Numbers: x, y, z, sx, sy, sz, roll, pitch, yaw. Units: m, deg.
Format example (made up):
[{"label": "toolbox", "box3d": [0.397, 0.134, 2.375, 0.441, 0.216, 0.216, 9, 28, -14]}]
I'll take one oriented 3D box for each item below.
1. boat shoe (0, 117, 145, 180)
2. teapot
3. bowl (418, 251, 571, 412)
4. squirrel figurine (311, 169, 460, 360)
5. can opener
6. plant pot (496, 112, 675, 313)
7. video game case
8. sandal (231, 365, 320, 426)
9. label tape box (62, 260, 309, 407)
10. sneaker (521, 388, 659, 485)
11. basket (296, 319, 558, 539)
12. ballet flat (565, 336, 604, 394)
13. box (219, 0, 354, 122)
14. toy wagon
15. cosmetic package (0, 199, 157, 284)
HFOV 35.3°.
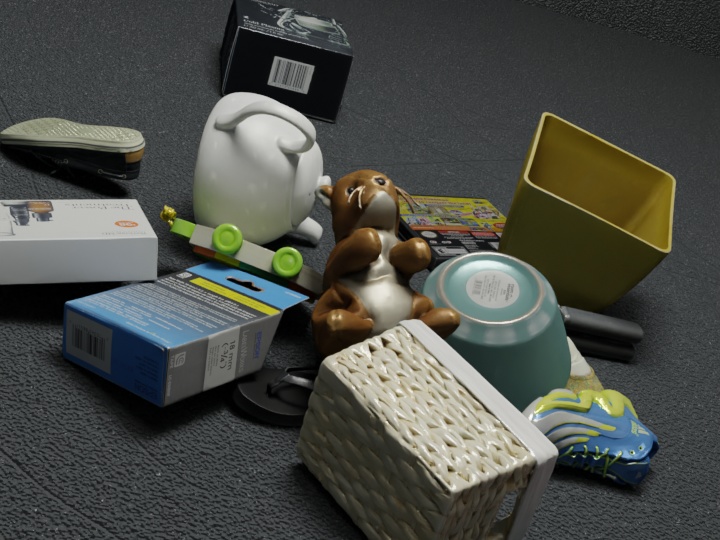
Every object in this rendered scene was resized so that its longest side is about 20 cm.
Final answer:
[{"label": "boat shoe", "box3d": [-0.362, -0.150, 1.417, 0.198, 0.063, 0.075, 9, 29, 15]}, {"label": "teapot", "box3d": [-0.107, -0.116, 1.352, 0.145, 0.199, 0.200, 11, 16, 8]}, {"label": "bowl", "box3d": [0.136, 0.056, 1.227, 0.199, 0.106, 0.202, 1, 43, 0]}, {"label": "squirrel figurine", "box3d": [0.000, 0.000, 1.169, 0.140, 0.200, 0.188, -5, 69, -16]}, {"label": "can opener", "box3d": [0.254, 0.062, 1.420, 0.198, 0.054, 0.067, 12, 28, -16]}, {"label": "plant pot", "box3d": [0.277, -0.054, 1.483, 0.199, 0.177, 0.200, 27, 37, 0]}, {"label": "video game case", "box3d": [0.141, -0.053, 1.600, 0.199, 0.026, 0.181, 0, 32, -31]}, {"label": "sandal", "box3d": [-0.033, 0.119, 1.133, 0.199, 0.043, 0.076, 7, 28, -23]}, {"label": "label tape box", "box3d": [-0.168, 0.057, 1.111, 0.143, 0.064, 0.199, 20, 23, 33]}, {"label": "sneaker", "box3d": [0.242, 0.175, 1.171, 0.199, 0.076, 0.105, -7, 37, -43]}, {"label": "basket", "box3d": [0.051, 0.160, 0.999, 0.123, 0.136, 0.200, -14, 43, -39]}, {"label": "ballet flat", "box3d": [0.209, 0.094, 1.315, 0.199, 0.071, 0.071, 32, 29, 24]}, {"label": "box", "box3d": [-0.128, -0.359, 1.902, 0.198, 0.125, 0.197, 12, 25, -14]}, {"label": "toy wagon", "box3d": [-0.132, -0.017, 1.255, 0.199, 0.040, 0.155, 21, -7, 1]}, {"label": "cosmetic package", "box3d": [-0.318, -0.032, 1.162, 0.198, 0.052, 0.151, -2, 21, -20]}]
